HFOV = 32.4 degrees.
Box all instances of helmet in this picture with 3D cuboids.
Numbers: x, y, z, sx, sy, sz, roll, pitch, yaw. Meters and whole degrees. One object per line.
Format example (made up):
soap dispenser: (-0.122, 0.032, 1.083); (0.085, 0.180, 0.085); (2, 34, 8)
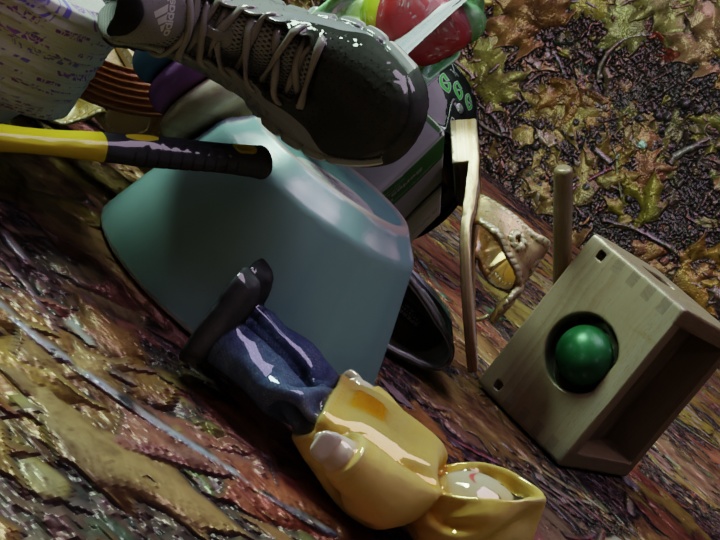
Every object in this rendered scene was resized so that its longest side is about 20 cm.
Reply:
helmet: (0.029, -0.150, 1.316); (0.199, 0.200, 0.192); (31, 30, -32)

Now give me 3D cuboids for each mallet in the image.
mallet: (-0.130, -0.055, 0.600); (0.198, 0.041, 0.066); (6, 31, -27)

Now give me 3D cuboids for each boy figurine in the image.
boy figurine: (0.003, 0.081, 0.612); (0.199, 0.065, 0.124); (38, 10, 5)

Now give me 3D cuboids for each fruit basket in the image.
fruit basket: (0.027, -0.146, 0.800); (0.199, 0.185, 0.094); (-5, -56, 57)

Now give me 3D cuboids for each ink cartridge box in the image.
ink cartridge box: (-0.009, -0.097, 0.998); (0.147, 0.083, 0.200); (45, -9, 13)

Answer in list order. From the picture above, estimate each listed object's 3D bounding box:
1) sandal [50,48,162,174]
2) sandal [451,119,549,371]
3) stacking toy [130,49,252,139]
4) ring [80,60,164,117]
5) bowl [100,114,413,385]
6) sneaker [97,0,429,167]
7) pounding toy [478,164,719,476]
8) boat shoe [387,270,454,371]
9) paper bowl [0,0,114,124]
sandal: (-0.187, -0.127, 0.811); (0.211, 0.078, 0.070); (42, 27, 9)
sandal: (0.109, -0.028, 0.946); (0.078, 0.069, 0.214); (77, 10, -59)
stacking toy: (-0.129, -0.181, 0.760); (0.201, 0.085, 0.085); (60, 13, 1)
ring: (-0.151, -0.190, 0.826); (0.198, 0.019, 0.202); (13, 57, -21)
bowl: (-0.046, -0.019, 0.748); (0.200, 0.105, 0.201); (36, 12, -8)
sneaker: (-0.067, -0.111, 0.625); (0.199, 0.076, 0.115); (32, 18, 31)
pounding toy: (0.194, 0.048, 1.022); (0.142, 0.185, 0.199); (44, 13, 32)
boat shoe: (0.000, 0.000, 0.890); (0.199, 0.072, 0.071); (36, 7, -23)
paper bowl: (-0.237, -0.151, 0.669); (0.200, 0.105, 0.201); (36, 12, -9)
